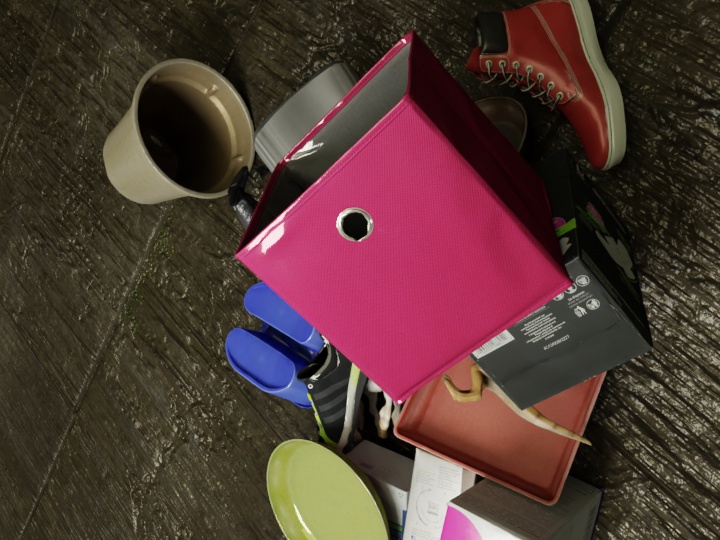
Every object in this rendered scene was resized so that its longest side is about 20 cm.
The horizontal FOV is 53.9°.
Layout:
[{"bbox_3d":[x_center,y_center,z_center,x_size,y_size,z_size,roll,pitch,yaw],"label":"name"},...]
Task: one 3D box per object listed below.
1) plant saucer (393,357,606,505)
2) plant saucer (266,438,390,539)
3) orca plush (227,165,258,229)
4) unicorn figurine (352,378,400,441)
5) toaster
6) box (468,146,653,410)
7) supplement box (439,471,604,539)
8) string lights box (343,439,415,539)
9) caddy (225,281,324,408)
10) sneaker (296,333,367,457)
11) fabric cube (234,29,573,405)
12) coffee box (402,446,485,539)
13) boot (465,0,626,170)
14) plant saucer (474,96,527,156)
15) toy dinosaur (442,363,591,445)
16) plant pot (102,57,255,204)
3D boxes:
[{"bbox_3d":[0.163,0.133,0.793,0.197,0.037,0.202,16,70,33],"label":"plant saucer"},{"bbox_3d":[-0.036,0.293,0.869,0.198,0.031,0.204,18,119,36],"label":"plant saucer"},{"bbox_3d":[-0.110,-0.061,0.954,0.070,0.202,0.106,-18,42,5],"label":"orca plush"},{"bbox_3d":[0.030,0.137,0.902,0.198,0.073,0.140,-24,63,40],"label":"unicorn figurine"},{"bbox_3d":[-0.045,-0.155,0.898,0.199,0.114,0.130,-39,55,4],"label":"toaster"},{"bbox_3d":[0.183,0.004,0.708,0.148,0.201,0.124,-33,113,31],"label":"box"},{"bbox_3d":[0.167,0.278,0.738,0.102,0.199,0.103,18,101,32],"label":"supplement box"},{"bbox_3d":[0.029,0.328,0.889,0.101,0.059,0.204,15,116,33],"label":"string lights box"},{"bbox_3d":[-0.092,0.101,0.973,0.198,0.104,0.144,24,90,45],"label":"caddy"},{"bbox_3d":[-0.042,0.144,0.875,0.072,0.081,0.204,-118,40,-70],"label":"sneaker"},{"bbox_3d":[0.039,-0.049,0.628,0.195,0.201,0.199,-38,110,24],"label":"fabric cube"},{"bbox_3d":[0.109,0.305,0.832,0.079,0.114,0.204,12,98,33],"label":"coffee box"},{"bbox_3d":[0.190,-0.190,0.751,0.141,0.073,0.204,-13,75,-6],"label":"boot"},{"bbox_3d":[0.112,-0.114,0.815,0.199,0.032,0.202,-34,32,24],"label":"plant saucer"},{"bbox_3d":[0.145,0.112,0.754,0.105,0.061,0.202,-28,52,6],"label":"toy dinosaur"},{"bbox_3d":[-0.290,-0.188,1.070,0.182,0.198,0.205,-13,83,45],"label":"plant pot"}]
